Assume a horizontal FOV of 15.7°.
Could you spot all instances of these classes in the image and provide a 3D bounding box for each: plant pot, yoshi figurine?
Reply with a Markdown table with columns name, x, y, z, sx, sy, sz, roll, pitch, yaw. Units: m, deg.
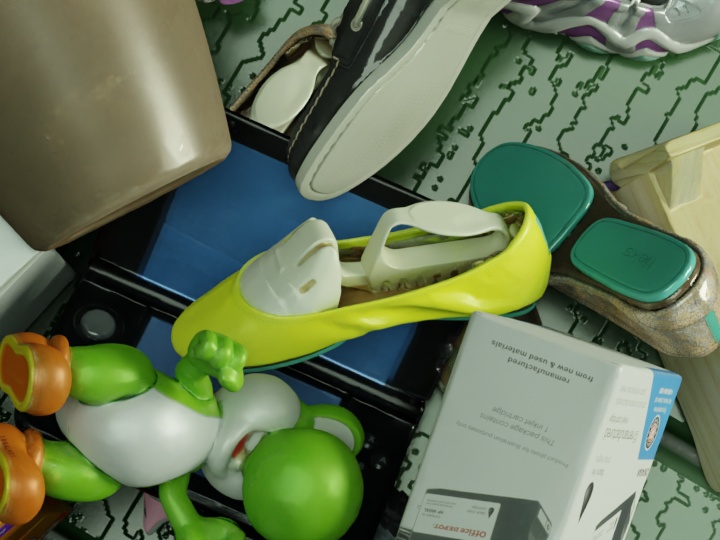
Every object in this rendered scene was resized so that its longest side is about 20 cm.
| name | x | y | z | sx | sy | sz | roll | pitch | yaw |
| --- | --- | --- | --- | --- | --- | --- | --- | --- | --- |
| plant pot | -0.153 | -0.109 | 1.308 | 0.200 | 0.200 | 0.175 | -28 | 92 | -1 |
| yoshi figurine | -0.078 | 0.089 | 1.269 | 0.200 | 0.112 | 0.112 | 8 | 64 | -30 |

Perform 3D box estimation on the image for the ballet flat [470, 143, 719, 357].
| name | x | y | z | sx | sy | sz | roll | pitch | yaw |
| --- | --- | --- | --- | --- | --- | --- | --- | --- | --- |
| ballet flat | 0.126 | -0.005 | 1.392 | 0.068 | 0.200 | 0.067 | -44 | 127 | -3 |

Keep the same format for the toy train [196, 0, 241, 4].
| name | x | y | z | sx | sy | sz | roll | pitch | yaw |
| --- | --- | --- | --- | --- | --- | --- | --- | --- | --- |
| toy train | -0.109 | -0.214 | 1.463 | 0.200 | 0.056 | 0.150 | 2 | 71 | 6 |

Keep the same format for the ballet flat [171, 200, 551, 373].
| name | x | y | z | sx | sy | sz | roll | pitch | yaw |
| --- | --- | --- | --- | --- | --- | --- | --- | --- | --- |
| ballet flat | 0.000 | 0.000 | 1.329 | 0.200 | 0.067 | 0.067 | -10 | 44 | -9 |

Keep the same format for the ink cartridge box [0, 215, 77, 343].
| name | x | y | z | sx | sy | sz | roll | pitch | yaw |
| --- | --- | --- | --- | --- | --- | --- | --- | --- | --- |
| ink cartridge box | -0.254 | -0.045 | 1.404 | 0.083 | 0.146 | 0.200 | -45 | 86 | -4 |

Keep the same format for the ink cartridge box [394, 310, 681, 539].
| name | x | y | z | sx | sy | sz | roll | pitch | yaw |
| --- | --- | --- | --- | --- | --- | --- | --- | --- | --- |
| ink cartridge box | 0.078 | 0.130 | 1.307 | 0.084 | 0.145 | 0.200 | 20 | 93 | 19 |

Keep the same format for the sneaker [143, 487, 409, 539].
| name | x | y | z | sx | sy | sz | roll | pitch | yaw |
| --- | --- | --- | --- | --- | --- | --- | --- | --- | --- |
| sneaker | -0.025 | 0.147 | 1.428 | 0.200 | 0.070 | 0.082 | 28 | 105 | 5 |

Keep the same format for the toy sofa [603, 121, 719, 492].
| name | x | y | z | sx | sy | sz | roll | pitch | yaw |
| --- | --- | --- | --- | --- | --- | --- | --- | --- | --- |
| toy sofa | 0.212 | 0.018 | 1.425 | 0.083 | 0.098 | 0.200 | -20 | 84 | -25 |

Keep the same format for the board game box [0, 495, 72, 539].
| name | x | y | z | sx | sy | sz | roll | pitch | yaw |
| --- | --- | --- | --- | --- | --- | --- | --- | --- | --- |
| board game box | -0.301 | 0.119 | 1.364 | 0.200 | 0.200 | 0.200 | -42 | 85 | -2 |

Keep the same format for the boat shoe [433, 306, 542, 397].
| name | x | y | z | sx | sy | sz | roll | pitch | yaw |
| --- | --- | --- | --- | --- | --- | --- | --- | --- | --- |
| boat shoe | 0.079 | 0.109 | 1.427 | 0.076 | 0.072 | 0.200 | -19 | 80 | 26 |

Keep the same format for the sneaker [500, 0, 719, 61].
| name | x | y | z | sx | sy | sz | roll | pitch | yaw |
| --- | --- | --- | --- | --- | --- | --- | --- | --- | --- |
| sneaker | 0.114 | -0.166 | 1.404 | 0.200 | 0.140 | 0.078 | 8 | 85 | 3 |

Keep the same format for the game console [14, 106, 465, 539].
| name | x | y | z | sx | sy | sz | roll | pitch | yaw |
| --- | --- | --- | --- | --- | --- | --- | --- | --- | --- |
| game console | -0.054 | 0.032 | 1.366 | 0.200 | 0.119 | 0.172 | 24 | 48 | 0 |

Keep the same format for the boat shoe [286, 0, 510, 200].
| name | x | y | z | sx | sy | sz | roll | pitch | yaw |
| --- | --- | --- | --- | --- | --- | --- | --- | --- | --- |
| boat shoe | 0.020 | -0.126 | 1.341 | 0.060 | 0.074 | 0.200 | 44 | 109 | 24 |

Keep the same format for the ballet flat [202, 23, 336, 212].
| name | x | y | z | sx | sy | sz | roll | pitch | yaw |
| --- | --- | --- | --- | --- | --- | --- | --- | --- | --- |
| ballet flat | -0.069 | -0.058 | 1.438 | 0.068 | 0.067 | 0.200 | 34 | 87 | 5 |
